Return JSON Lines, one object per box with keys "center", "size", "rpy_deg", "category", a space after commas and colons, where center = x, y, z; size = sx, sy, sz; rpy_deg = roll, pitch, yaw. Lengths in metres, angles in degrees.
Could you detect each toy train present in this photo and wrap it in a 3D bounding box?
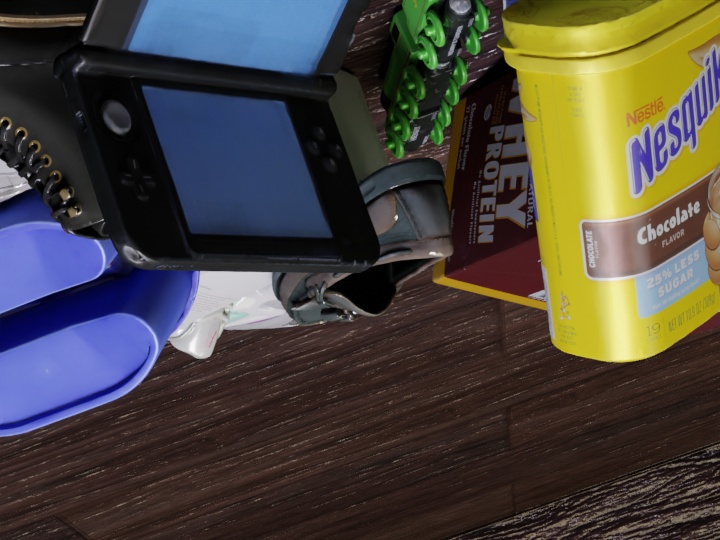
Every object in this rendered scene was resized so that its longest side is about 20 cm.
{"center": [0.039, -0.131, 1.322], "size": [0.042, 0.057, 0.200], "rpy_deg": [-20, 164, -15], "category": "toy train"}

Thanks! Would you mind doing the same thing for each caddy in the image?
{"center": [-0.196, 0.012, 1.307], "size": [0.200, 0.142, 0.105], "rpy_deg": [-20, -155, 20], "category": "caddy"}

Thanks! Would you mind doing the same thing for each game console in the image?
{"center": [-0.047, -0.100, 1.111], "size": [0.116, 0.176, 0.200], "rpy_deg": [-32, 160, 35], "category": "game console"}

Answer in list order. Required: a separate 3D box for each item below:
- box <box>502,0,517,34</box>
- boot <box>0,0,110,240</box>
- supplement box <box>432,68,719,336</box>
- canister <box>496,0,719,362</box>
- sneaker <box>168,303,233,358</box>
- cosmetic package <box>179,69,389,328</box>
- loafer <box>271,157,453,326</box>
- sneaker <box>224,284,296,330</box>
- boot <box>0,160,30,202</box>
{"center": [0.175, -0.197, 1.303], "size": [0.200, 0.032, 0.121], "rpy_deg": [-22, 163, -2], "category": "box"}
{"center": [-0.189, -0.070, 1.115], "size": [0.199, 0.139, 0.077], "rpy_deg": [-14, 162, -17], "category": "boot"}
{"center": [0.182, -0.051, 1.420], "size": [0.197, 0.133, 0.200], "rpy_deg": [14, 164, -21], "category": "supplement box"}
{"center": [0.156, -0.066, 1.211], "size": [0.086, 0.201, 0.148], "rpy_deg": [10, -150, 40], "category": "canister"}
{"center": [-0.108, 0.008, 1.518], "size": [0.200, 0.100, 0.078], "rpy_deg": [-31, 160, 32], "category": "sneaker"}
{"center": [-0.085, -0.045, 1.368], "size": [0.200, 0.108, 0.085], "rpy_deg": [-24, 163, 19], "category": "cosmetic package"}
{"center": [0.000, 0.000, 1.309], "size": [0.072, 0.063, 0.200], "rpy_deg": [-11, 161, -27], "category": "loafer"}
{"center": [-0.042, -0.005, 1.613], "size": [0.200, 0.078, 0.140], "rpy_deg": [-17, 168, 26], "category": "sneaker"}
{"center": [-0.200, -0.077, 1.224], "size": [0.199, 0.074, 0.096], "rpy_deg": [-10, 169, -3], "category": "boot"}
